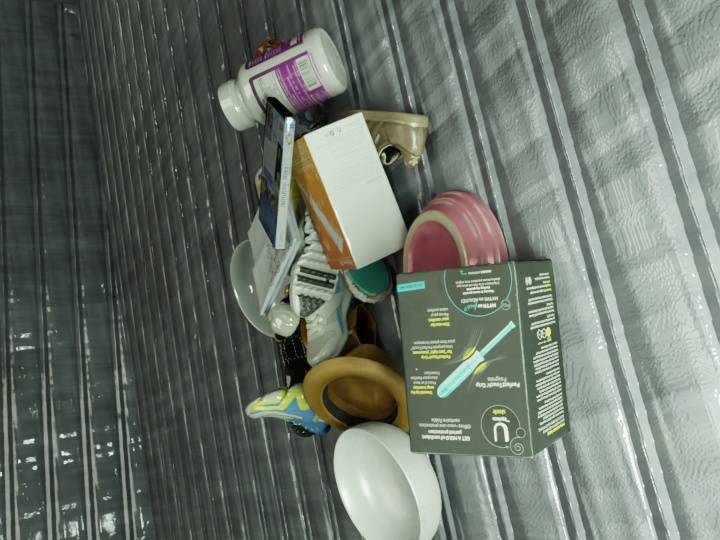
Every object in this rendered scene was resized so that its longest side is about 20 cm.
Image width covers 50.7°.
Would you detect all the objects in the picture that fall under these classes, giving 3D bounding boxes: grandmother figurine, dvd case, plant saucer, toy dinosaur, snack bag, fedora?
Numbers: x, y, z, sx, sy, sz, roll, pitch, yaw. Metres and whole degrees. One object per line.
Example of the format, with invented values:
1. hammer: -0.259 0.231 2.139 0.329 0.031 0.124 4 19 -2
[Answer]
1. grandmother figurine: -0.120 0.067 1.300 0.200 0.060 0.123 -92 9 -80
2. dvd case: -0.129 -0.150 1.154 0.143 0.017 0.202 -127 40 -61
3. plant saucer: 0.116 -0.004 1.010 0.200 0.050 0.203 18 110 60
4. toy dinosaur: -0.142 -0.319 1.343 0.182 0.200 0.105 50 129 -1
5. snack bag: -0.149 -0.058 1.261 0.189 0.021 0.202 119 146 -42
6. fedora: 0.007 0.176 1.163 0.201 0.199 0.082 122 169 -47

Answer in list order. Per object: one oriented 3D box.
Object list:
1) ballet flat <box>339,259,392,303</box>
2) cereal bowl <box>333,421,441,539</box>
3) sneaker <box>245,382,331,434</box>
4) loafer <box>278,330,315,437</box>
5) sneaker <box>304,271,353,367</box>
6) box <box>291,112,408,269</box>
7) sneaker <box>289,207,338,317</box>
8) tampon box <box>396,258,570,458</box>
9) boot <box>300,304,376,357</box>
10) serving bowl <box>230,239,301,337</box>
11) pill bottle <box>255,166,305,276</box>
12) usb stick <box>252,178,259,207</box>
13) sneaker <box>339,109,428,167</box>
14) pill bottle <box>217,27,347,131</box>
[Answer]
1. ballet flat: 0.000 0.000 1.218 0.201 0.071 0.072 -122 38 -48
2. cereal bowl: 0.050 0.316 1.127 0.199 0.083 0.203 24 121 47
3. sneaker: -0.111 0.255 1.365 0.198 0.076 0.106 -22 88 20
4. loafer: -0.108 0.213 1.448 0.071 0.072 0.203 59 -156 -88
5. sneaker: -0.065 0.070 1.232 0.076 0.081 0.202 -31 36 33
6. box: -0.021 -0.112 1.121 0.202 0.097 0.124 68 162 -7
7. sneaker: -0.079 -0.015 1.208 0.081 0.074 0.202 -32 43 54
8. tampon box: 0.139 0.095 0.857 0.148 0.126 0.203 -6 89 34
9. boot: -0.032 0.105 1.296 0.145 0.070 0.202 -58 38 32
10. serving bowl: -0.168 0.027 1.488 0.199 0.065 0.203 20 121 38
11. pill bottle: -0.117 -0.093 1.360 0.109 0.108 0.202 -46 55 54
12. usb stick: -0.186 -0.104 1.561 0.055 0.032 0.202 -42 58 54
13. sneaker: 0.024 -0.196 1.121 0.199 0.070 0.077 19 105 58
14. pill bottle: -0.130 -0.307 1.251 0.198 0.112 0.114 -21 72 17
